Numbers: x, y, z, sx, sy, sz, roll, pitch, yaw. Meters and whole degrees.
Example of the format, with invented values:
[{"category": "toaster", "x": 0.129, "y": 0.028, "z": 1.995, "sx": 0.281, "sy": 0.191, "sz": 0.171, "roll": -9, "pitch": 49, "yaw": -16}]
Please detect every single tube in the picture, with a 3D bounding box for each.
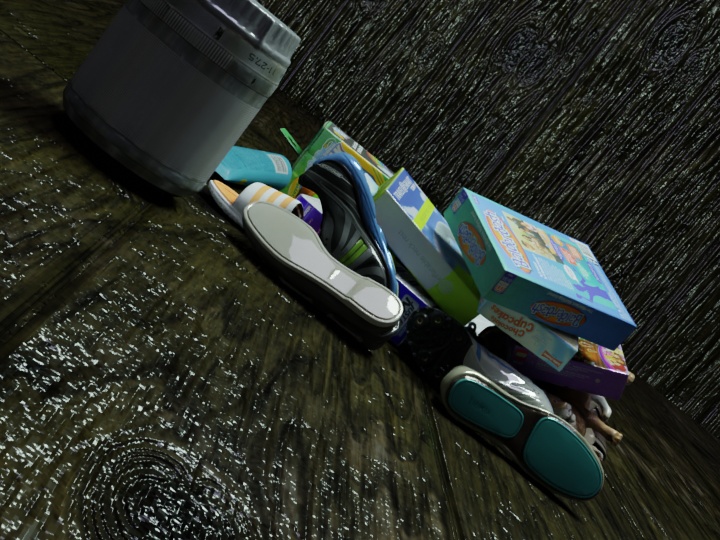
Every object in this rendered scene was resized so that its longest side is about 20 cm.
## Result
[{"category": "tube", "x": -0.151, "y": -0.134, "z": 1.446, "sx": 0.077, "sy": 0.051, "sz": 0.200, "roll": 37, "pitch": 12, "yaw": 18}]

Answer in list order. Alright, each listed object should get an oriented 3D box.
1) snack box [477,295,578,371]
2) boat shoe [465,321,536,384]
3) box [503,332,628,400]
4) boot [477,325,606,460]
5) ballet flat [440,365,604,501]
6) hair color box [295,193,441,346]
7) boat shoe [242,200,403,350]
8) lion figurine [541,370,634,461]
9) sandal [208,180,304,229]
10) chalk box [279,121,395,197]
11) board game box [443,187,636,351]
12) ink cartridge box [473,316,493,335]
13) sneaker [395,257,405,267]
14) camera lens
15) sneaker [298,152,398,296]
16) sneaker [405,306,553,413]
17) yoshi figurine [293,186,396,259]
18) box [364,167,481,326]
[{"category": "snack box", "x": 0.200, "y": 0.028, "z": 1.316, "sx": 0.116, "sy": 0.037, "sz": 0.200, "roll": 35, "pitch": 25, "yaw": -4}, {"category": "boat shoe", "x": 0.132, "y": 0.097, "z": 1.369, "sx": 0.200, "sy": 0.062, "sz": 0.073, "roll": 44, "pitch": 10, "yaw": 31}, {"category": "box", "x": 0.243, "y": 0.076, "z": 1.372, "sx": 0.136, "sy": 0.039, "sz": 0.200, "roll": 15, "pitch": 25, "yaw": -3}, {"category": "boot", "x": 0.236, "y": 0.159, "z": 1.409, "sx": 0.199, "sy": 0.070, "sz": 0.147, "roll": 22, "pitch": 40, "yaw": -34}, {"category": "ballet flat", "x": 0.165, "y": 0.165, "z": 1.168, "sx": 0.200, "sy": 0.070, "sz": 0.069, "roll": 38, "pitch": 8, "yaw": -6}, {"category": "hair color box", "x": 0.000, "y": 0.000, "z": 1.314, "sx": 0.200, "sy": 0.065, "sz": 0.109, "roll": 40, "pitch": 8, "yaw": 12}, {"category": "boat shoe", "x": -0.047, "y": 0.009, "z": 1.142, "sx": 0.199, "sy": 0.057, "sz": 0.067, "roll": 37, "pitch": 44, "yaw": 13}, {"category": "lion figurine", "x": 0.256, "y": 0.152, "z": 1.354, "sx": 0.122, "sy": 0.073, "sz": 0.200, "roll": 35, "pitch": 31, "yaw": -3}, {"category": "sandal", "x": -0.074, "y": -0.045, "z": 1.242, "sx": 0.206, "sy": 0.059, "sz": 0.079, "roll": 39, "pitch": 8, "yaw": 3}, {"category": "chalk box", "x": -0.042, "y": -0.129, "z": 1.616, "sx": 0.199, "sy": 0.124, "sz": 0.125, "roll": 37, "pitch": 9, "yaw": -4}, {"category": "board game box", "x": 0.200, "y": -0.001, "z": 1.267, "sx": 0.199, "sy": 0.045, "sz": 0.153, "roll": 22, "pitch": 30, "yaw": -29}, {"category": "ink cartridge box", "x": 0.154, "y": 0.101, "z": 1.514, "sx": 0.174, "sy": 0.043, "sz": 0.200, "roll": 58, "pitch": 17, "yaw": 26}, {"category": "sneaker", "x": 0.052, "y": -0.014, "z": 1.517, "sx": 0.200, "sy": 0.069, "sz": 0.079, "roll": 108, "pitch": -29, "yaw": -71}, {"category": "camera lens", "x": -0.172, "y": -0.184, "z": 1.073, "sx": 0.160, "sy": 0.200, "sz": 0.160, "roll": 37, "pitch": 8, "yaw": -6}, {"category": "sneaker", "x": -0.014, "y": -0.022, "z": 1.200, "sx": 0.071, "sy": 0.082, "sz": 0.201, "roll": -167, "pitch": -122, "yaw": -81}, {"category": "sneaker", "x": 0.127, "y": 0.116, "z": 1.236, "sx": 0.200, "sy": 0.072, "sz": 0.072, "roll": 41, "pitch": 2, "yaw": -1}, {"category": "yoshi figurine", "x": -0.012, "y": -0.034, "z": 1.438, "sx": 0.199, "sy": 0.112, "sz": 0.113, "roll": 28, "pitch": -43, "yaw": 47}, {"category": "box", "x": 0.073, "y": -0.036, "z": 1.314, "sx": 0.200, "sy": 0.048, "sz": 0.122, "roll": 50, "pitch": 19, "yaw": -6}]
